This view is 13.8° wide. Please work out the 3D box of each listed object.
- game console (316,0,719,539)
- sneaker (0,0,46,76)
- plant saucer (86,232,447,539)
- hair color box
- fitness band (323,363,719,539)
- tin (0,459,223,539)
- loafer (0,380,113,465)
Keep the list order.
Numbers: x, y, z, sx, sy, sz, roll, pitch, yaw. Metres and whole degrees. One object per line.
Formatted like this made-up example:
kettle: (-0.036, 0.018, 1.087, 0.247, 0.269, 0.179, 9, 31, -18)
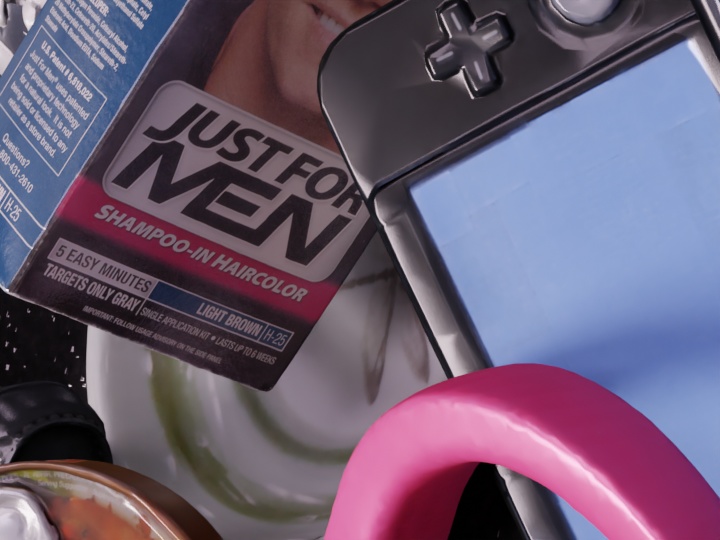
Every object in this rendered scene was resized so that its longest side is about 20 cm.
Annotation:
game console: (0.074, 0.006, 0.663, 0.175, 0.116, 0.201, -27, 85, 28)
sneaker: (-0.126, -0.105, 0.963, 0.080, 0.129, 0.199, -55, 21, -10)
plant saucer: (0.000, 0.000, 0.869, 0.200, 0.050, 0.201, -24, 56, 39)
hair color box: (-0.019, -0.074, 0.808, 0.200, 0.100, 0.061, -57, 41, 12)
fitness band: (0.038, 0.117, 0.723, 0.144, 0.037, 0.201, 45, 136, 34)
tin: (-0.071, 0.150, 0.815, 0.112, 0.042, 0.201, -16, 87, 11)
loafer: (-0.097, 0.133, 0.875, 0.070, 0.068, 0.201, 27, 114, 50)
